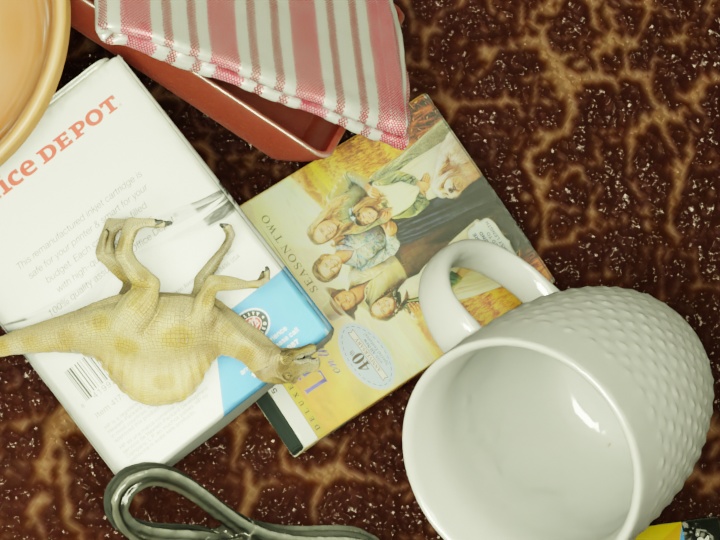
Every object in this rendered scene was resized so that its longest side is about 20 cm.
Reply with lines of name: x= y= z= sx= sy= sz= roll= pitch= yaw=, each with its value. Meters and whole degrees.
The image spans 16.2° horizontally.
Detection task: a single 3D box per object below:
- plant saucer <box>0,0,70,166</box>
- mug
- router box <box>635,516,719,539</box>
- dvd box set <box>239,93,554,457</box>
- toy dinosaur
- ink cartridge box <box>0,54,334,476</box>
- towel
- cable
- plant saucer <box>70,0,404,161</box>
plant saucer: x=-0.249 y=-0.130 z=1.408 sx=0.200 sy=0.037 sz=0.200 roll=-3 pitch=79 yaw=17
mug: x=0.112 y=0.063 z=1.476 sx=0.200 sy=0.148 sz=0.175 roll=49 pitch=33 yaw=7
router box: x=0.157 y=0.255 z=1.491 sx=0.149 sy=0.051 sz=0.200 roll=-7 pitch=75 yaw=-17
dvd box set: x=0.000 y=0.000 z=1.535 sx=0.200 sy=0.029 sz=0.146 roll=-32 pitch=85 yaw=-24
toy dinosaur: x=-0.121 y=0.022 z=1.369 sx=0.200 sy=0.058 sz=0.101 roll=3 pitch=89 yaw=0
ink cartridge box: x=-0.131 y=0.002 z=1.441 sx=0.146 sy=0.086 sz=0.200 roll=-38 pitch=85 yaw=-1
towel: x=-0.064 y=-0.147 z=1.467 sx=0.200 sy=0.030 sz=0.146 roll=19 pitch=37 yaw=-20
cable: x=-0.051 y=0.162 z=1.419 sx=0.097 sy=0.050 sz=0.200 roll=-47 pitch=123 yaw=-2
plant saucer: x=-0.085 y=-0.155 z=1.511 sx=0.200 sy=0.037 sz=0.200 roll=34 pitch=33 yaw=-6
